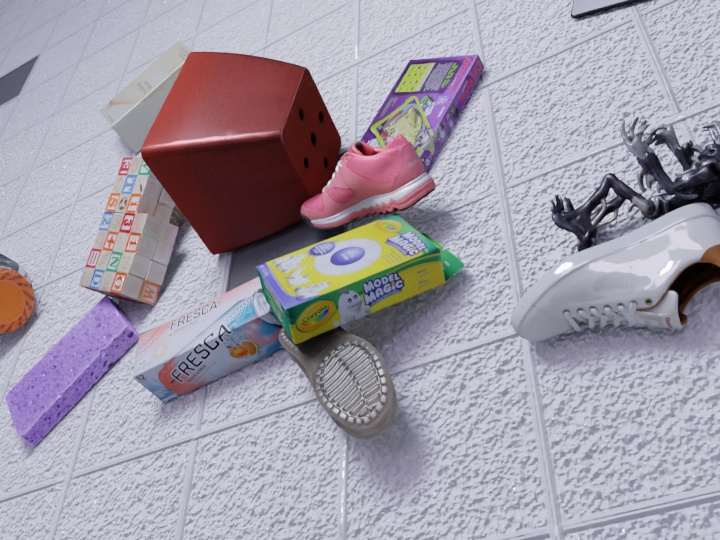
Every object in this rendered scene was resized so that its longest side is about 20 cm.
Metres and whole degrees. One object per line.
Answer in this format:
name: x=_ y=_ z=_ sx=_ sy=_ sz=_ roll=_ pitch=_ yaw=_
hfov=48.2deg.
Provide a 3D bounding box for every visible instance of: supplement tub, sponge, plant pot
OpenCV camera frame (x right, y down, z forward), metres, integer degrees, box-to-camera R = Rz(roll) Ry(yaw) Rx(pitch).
supplement tub: x=-0.607 y=0.028 z=1.296 sx=0.199 sy=0.123 sz=0.123 roll=17 pitch=64 yaw=45
sponge: x=-0.398 y=0.133 z=1.108 sx=0.200 sy=0.030 sz=0.111 roll=-47 pitch=40 yaw=-8
plant pot: x=-0.137 y=-0.164 z=1.065 sx=0.174 sy=0.201 sz=0.202 roll=-4 pitch=50 yaw=23

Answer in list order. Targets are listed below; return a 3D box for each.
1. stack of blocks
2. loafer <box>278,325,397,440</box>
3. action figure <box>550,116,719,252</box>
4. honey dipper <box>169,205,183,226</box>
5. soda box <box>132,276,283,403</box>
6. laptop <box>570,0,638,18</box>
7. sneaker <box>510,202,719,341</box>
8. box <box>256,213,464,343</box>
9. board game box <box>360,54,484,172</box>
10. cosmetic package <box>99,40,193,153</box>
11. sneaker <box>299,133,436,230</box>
stack of blocks: x=-0.319 y=-0.059 z=1.156 sx=0.114 sy=0.058 sz=0.203 roll=5 pitch=75 yaw=41
loafer: x=-0.015 y=0.104 z=0.802 sx=0.075 sy=0.069 sz=0.200 roll=-38 pitch=36 yaw=-5
action figure: x=0.271 y=-0.089 z=0.726 sx=0.198 sy=0.118 sz=0.103 roll=-25 pitch=73 yaw=29
honey dipper: x=-0.258 y=-0.139 z=1.246 sx=0.038 sy=0.038 sz=0.202 roll=6 pitch=57 yaw=41
soda box: x=-0.172 y=0.081 z=0.953 sx=0.198 sy=0.064 sz=0.069 roll=-26 pitch=41 yaw=17
laptop: x=0.345 y=-0.442 z=0.997 sx=0.185 sy=0.116 sz=0.202 roll=-7 pitch=49 yaw=34
sneaker: x=0.224 y=0.023 z=0.691 sx=0.199 sy=0.073 sz=0.086 roll=-31 pitch=52 yaw=20
box: x=0.000 y=0.000 z=0.853 sx=0.198 sy=0.049 sz=0.117 roll=-20 pitch=28 yaw=-15
board game box: x=0.071 y=-0.200 z=1.054 sx=0.119 sy=0.032 sz=0.201 roll=6 pitch=58 yaw=46
cosmetic package: x=-0.372 y=-0.319 z=1.477 sx=0.200 sy=0.073 sz=0.103 roll=-43 pitch=40 yaw=-5
sneaker: x=-0.001 y=-0.108 z=0.953 sx=0.198 sy=0.088 sz=0.074 roll=-12 pitch=17 yaw=42
